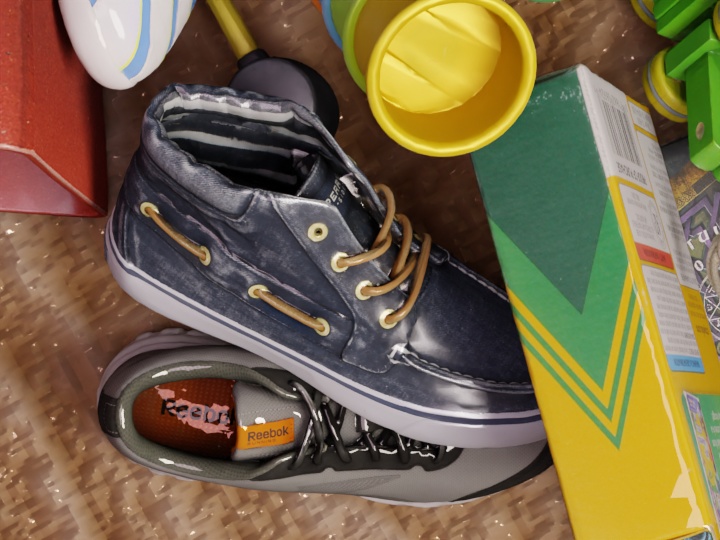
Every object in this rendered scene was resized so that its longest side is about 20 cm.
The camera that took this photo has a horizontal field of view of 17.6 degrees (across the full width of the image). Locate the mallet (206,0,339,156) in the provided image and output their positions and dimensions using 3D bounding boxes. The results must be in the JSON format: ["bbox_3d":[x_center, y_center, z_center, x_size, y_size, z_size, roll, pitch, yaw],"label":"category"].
[{"bbox_3d":[-0.071,-0.131,0.929,0.041,0.066,0.201,-30,93,7],"label":"mallet"}]

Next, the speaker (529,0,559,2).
[{"bbox_3d":[0.117,-0.172,0.853,0.088,0.200,0.089,14,63,-30],"label":"speaker"}]

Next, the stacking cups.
[{"bbox_3d":[0.011,-0.109,0.862,0.060,0.200,0.061,-5,118,-10],"label":"stacking cups"}]

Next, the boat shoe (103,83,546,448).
[{"bbox_3d":[0.000,0.000,0.887,0.199,0.091,0.071,20,52,0],"label":"boat shoe"}]

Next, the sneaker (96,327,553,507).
[{"bbox_3d":[-0.010,0.063,0.941,0.199,0.079,0.074,0,94,2],"label":"sneaker"}]

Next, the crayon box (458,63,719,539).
[{"bbox_3d":[0.099,0.033,0.861,0.051,0.126,0.201,-18,81,16],"label":"crayon box"}]

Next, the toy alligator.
[{"bbox_3d":[0.149,-0.076,0.907,0.054,0.059,0.201,9,61,-28],"label":"toy alligator"}]

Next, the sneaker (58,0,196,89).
[{"bbox_3d":[-0.045,-0.160,0.869,0.105,0.076,0.201,2,66,22],"label":"sneaker"}]

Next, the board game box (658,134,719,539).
[{"bbox_3d":[0.157,0.043,0.930,0.135,0.028,0.201,-21,81,10],"label":"board game box"}]

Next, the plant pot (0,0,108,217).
[{"bbox_3d":[-0.199,-0.124,0.883,0.199,0.200,0.177,5,84,2],"label":"plant pot"}]
